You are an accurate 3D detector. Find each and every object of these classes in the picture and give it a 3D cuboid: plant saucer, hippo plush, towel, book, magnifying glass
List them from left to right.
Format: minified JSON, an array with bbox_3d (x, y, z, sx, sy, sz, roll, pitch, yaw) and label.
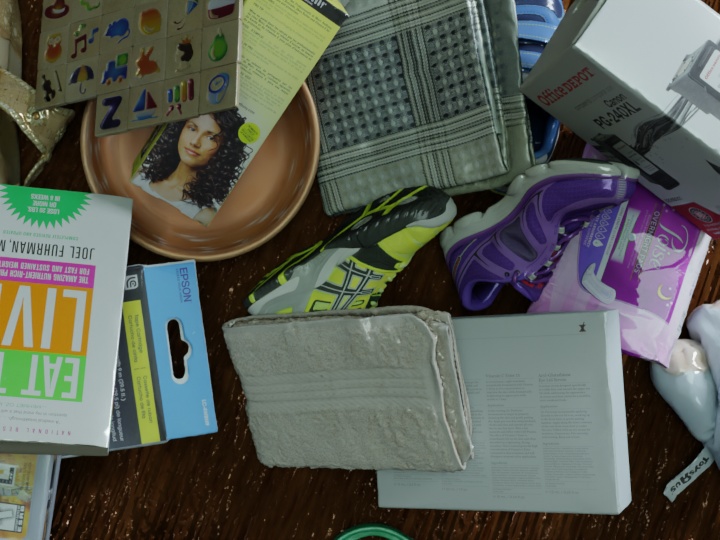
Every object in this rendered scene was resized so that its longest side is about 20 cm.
[{"bbox_3d":[-0.246,0.035,0.794,0.133,0.048,0.201,5,66,-12],"label":"book"},{"bbox_3d":[-0.133,-0.107,0.894,0.199,0.037,0.202,0,88,-1],"label":"plant saucer"},{"bbox_3d":[-0.011,0.096,0.833,0.199,0.034,0.133,-6,106,27],"label":"towel"},{"bbox_3d":[0.039,-0.152,0.864,0.199,0.034,0.194,-10,87,26],"label":"towel"},{"bbox_3d":[0.066,0.260,0.891,0.199,0.022,0.080,6,87,0],"label":"magnifying glass"},{"bbox_3d":[0.320,0.108,0.837,0.159,0.161,0.201,34,86,0],"label":"hippo plush"}]

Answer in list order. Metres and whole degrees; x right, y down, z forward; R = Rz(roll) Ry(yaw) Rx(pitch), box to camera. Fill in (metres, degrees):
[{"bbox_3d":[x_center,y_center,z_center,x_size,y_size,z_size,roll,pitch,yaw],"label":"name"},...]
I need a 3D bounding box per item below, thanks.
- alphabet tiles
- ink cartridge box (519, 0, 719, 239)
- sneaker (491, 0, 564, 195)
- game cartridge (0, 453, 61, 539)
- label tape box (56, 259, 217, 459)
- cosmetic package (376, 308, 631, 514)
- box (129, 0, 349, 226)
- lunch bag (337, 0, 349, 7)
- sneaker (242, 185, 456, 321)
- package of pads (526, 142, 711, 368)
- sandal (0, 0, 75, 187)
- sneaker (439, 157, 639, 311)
[{"bbox_3d":[-0.172,-0.186,0.812,0.199,0.008,0.168,-7,75,29],"label":"alphabet tiles"},{"bbox_3d":[0.226,-0.117,0.756,0.200,0.145,0.084,36,85,-3],"label":"ink cartridge box"},{"bbox_3d":[0.140,-0.166,0.887,0.073,0.082,0.201,3,85,0],"label":"sneaker"},{"bbox_3d":[-0.299,0.150,0.814,0.132,0.042,0.201,8,89,-7],"label":"game cartridge"},{"bbox_3d":[-0.223,0.075,0.868,0.199,0.066,0.144,-8,89,-5],"label":"label tape box"},{"bbox_3d":[0.107,0.111,0.842,0.199,0.052,0.152,-4,90,25],"label":"cosmetic package"},{"bbox_3d":[-0.096,-0.137,0.816,0.075,0.050,0.201,29,105,-20],"label":"box"},{"bbox_3d":[-0.058,-0.314,0.859,0.199,0.118,0.164,33,86,11],"label":"lunch bag"},{"bbox_3d":[0.000,0.000,0.861,0.199,0.075,0.077,-31,102,26],"label":"sneaker"},{"bbox_3d":[0.226,-0.029,0.875,0.120,0.076,0.201,19,85,18],"label":"package of pads"},{"bbox_3d":[-0.271,-0.138,0.871,0.069,0.078,0.213,-6,82,3],"label":"sandal"},{"bbox_3d":[0.144,-0.024,0.831,0.080,0.200,0.084,4,65,-32],"label":"sneaker"}]
